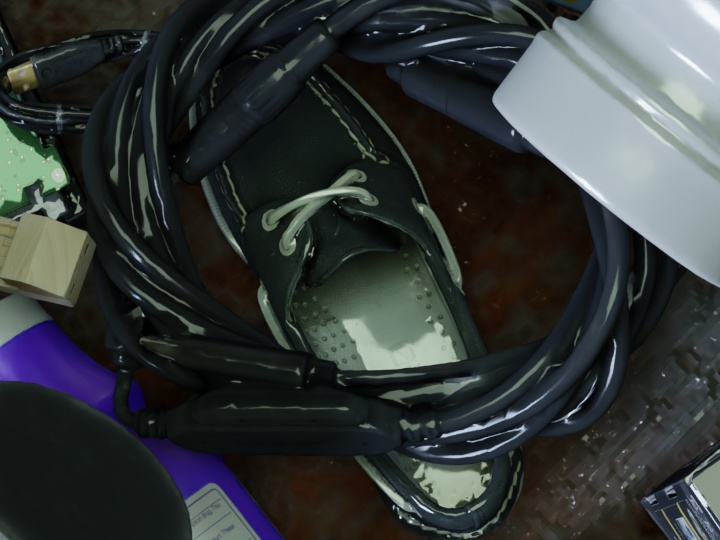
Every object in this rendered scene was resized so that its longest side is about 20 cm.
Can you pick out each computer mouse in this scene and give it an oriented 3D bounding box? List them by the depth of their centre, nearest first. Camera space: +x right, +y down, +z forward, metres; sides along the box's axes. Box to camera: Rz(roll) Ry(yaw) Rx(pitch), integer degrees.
[{"bbox_3d":[-0.038,-0.100,0.824,0.200,0.034,0.059,-27,63,-16],"label":"computer mouse"}]

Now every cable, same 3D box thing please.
[{"bbox_3d":[0.009,-0.020,0.769,0.200,0.051,0.164,-2,77,12],"label":"cable"}]

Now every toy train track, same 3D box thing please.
[{"bbox_3d":[-0.185,-0.024,0.778,0.200,0.033,0.115,13,72,17],"label":"toy train track"}]

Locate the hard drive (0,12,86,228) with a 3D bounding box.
[{"bbox_3d":[-0.198,-0.079,0.846,0.140,0.038,0.200,-26,82,-3],"label":"hard drive"}]

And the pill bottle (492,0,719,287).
[{"bbox_3d":[0.134,-0.098,0.670,0.120,0.120,0.200,39,100,6],"label":"pill bottle"}]

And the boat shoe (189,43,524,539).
[{"bbox_3d":[0.000,0.000,0.819,0.076,0.060,0.200,-32,82,-2],"label":"boat shoe"}]

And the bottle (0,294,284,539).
[{"bbox_3d":[-0.072,0.099,0.804,0.083,0.065,0.200,-38,83,-6],"label":"bottle"}]

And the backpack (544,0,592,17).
[{"bbox_3d":[0.077,-0.202,0.797,0.182,0.135,0.200,13,49,-33],"label":"backpack"}]

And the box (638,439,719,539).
[{"bbox_3d":[0.169,0.139,0.746,0.049,0.161,0.200,-35,82,-5],"label":"box"}]

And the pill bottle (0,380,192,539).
[{"bbox_3d":[-0.138,0.134,0.738,0.112,0.112,0.200,39,116,6],"label":"pill bottle"}]
